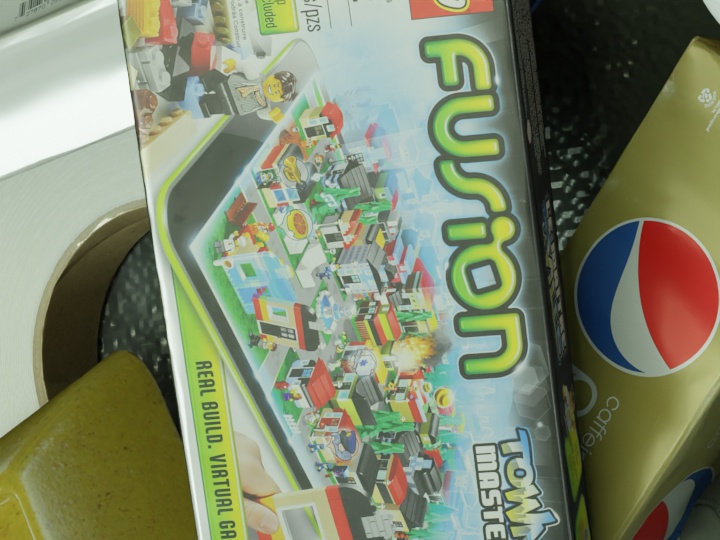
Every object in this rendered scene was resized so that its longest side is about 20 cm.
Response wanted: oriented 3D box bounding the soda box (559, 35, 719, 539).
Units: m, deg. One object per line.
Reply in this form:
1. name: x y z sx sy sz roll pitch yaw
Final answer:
1. soda box: 0.083 0.032 0.788 0.064 0.068 0.200 39 109 22

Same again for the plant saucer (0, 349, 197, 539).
1. plant saucer: -0.116 0.157 0.844 0.200 0.048 0.200 -36 67 27

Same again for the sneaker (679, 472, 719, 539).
1. sneaker: 0.165 0.127 0.754 0.091 0.076 0.200 -45 64 32

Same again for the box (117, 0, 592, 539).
1. box: 0.000 0.000 0.737 0.110 0.035 0.201 -5 102 13

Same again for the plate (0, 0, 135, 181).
1. plate: -0.084 -0.122 0.837 0.199 0.032 0.201 -19 48 27

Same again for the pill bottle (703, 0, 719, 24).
1. pill bottle: 0.146 -0.098 0.676 0.112 0.200 0.113 1 91 28

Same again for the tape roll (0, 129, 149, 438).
1. tape roll: -0.055 0.029 0.882 0.202 0.037 0.204 1 91 28

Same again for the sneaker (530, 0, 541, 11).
1. sneaker: 0.005 -0.065 0.795 0.078 0.066 0.201 9 69 34
